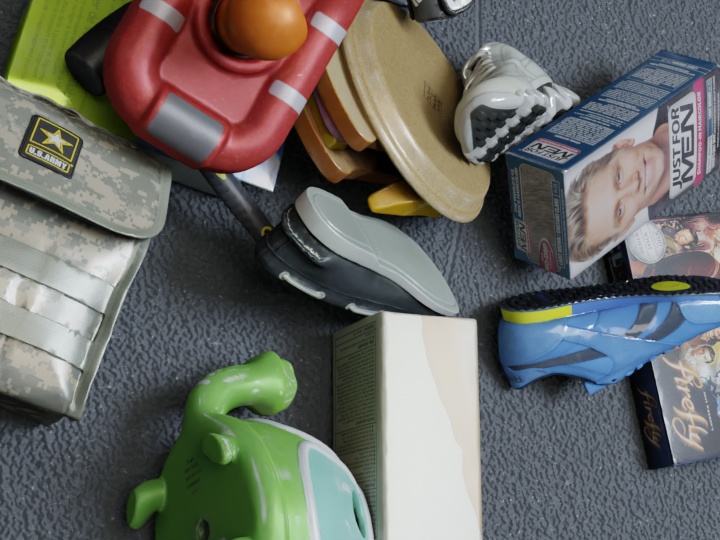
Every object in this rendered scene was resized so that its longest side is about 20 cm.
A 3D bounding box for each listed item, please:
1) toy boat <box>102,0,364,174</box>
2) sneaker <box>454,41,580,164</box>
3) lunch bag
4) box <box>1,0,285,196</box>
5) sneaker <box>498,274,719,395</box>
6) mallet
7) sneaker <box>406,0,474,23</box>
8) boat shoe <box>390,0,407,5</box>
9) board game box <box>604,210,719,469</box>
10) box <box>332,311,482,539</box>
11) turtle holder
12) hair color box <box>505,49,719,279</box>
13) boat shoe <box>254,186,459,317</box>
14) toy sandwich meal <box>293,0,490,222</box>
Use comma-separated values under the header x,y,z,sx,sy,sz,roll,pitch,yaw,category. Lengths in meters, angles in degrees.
x,y,z,sx,sy,sz,roll,pitch,yaw,category
-0.067,-0.159,0.850,0.130,0.131,0.200,31,87,-21,toy boat
0.103,-0.132,1.029,0.081,0.075,0.200,53,20,6,sneaker
-0.223,-0.022,0.862,0.164,0.118,0.200,25,71,-19,lunch bag
-0.147,-0.135,0.967,0.200,0.048,0.122,19,71,-20,box
0.205,0.050,1.051,0.200,0.066,0.079,-8,101,-3,sneaker
-0.124,-0.084,0.923,0.066,0.041,0.200,-36,100,-24,mallet
0.038,-0.235,0.954,0.200,0.076,0.116,-9,98,-51,sneaker
0.085,-0.262,1.100,0.200,0.072,0.062,-16,67,-35,boat shoe
0.281,0.053,1.118,0.135,0.035,0.200,-7,80,-25,board game box
0.031,0.136,0.955,0.078,0.095,0.200,5,77,-23,box
-0.070,0.159,0.895,0.132,0.141,0.186,9,33,-37,turtle holder
0.204,-0.087,1.072,0.200,0.060,0.100,-34,130,-31,hair color box
0.000,0.000,0.968,0.200,0.060,0.076,32,25,-48,boat shoe
0.022,-0.112,1.005,0.205,0.070,0.205,45,31,-36,toy sandwich meal
